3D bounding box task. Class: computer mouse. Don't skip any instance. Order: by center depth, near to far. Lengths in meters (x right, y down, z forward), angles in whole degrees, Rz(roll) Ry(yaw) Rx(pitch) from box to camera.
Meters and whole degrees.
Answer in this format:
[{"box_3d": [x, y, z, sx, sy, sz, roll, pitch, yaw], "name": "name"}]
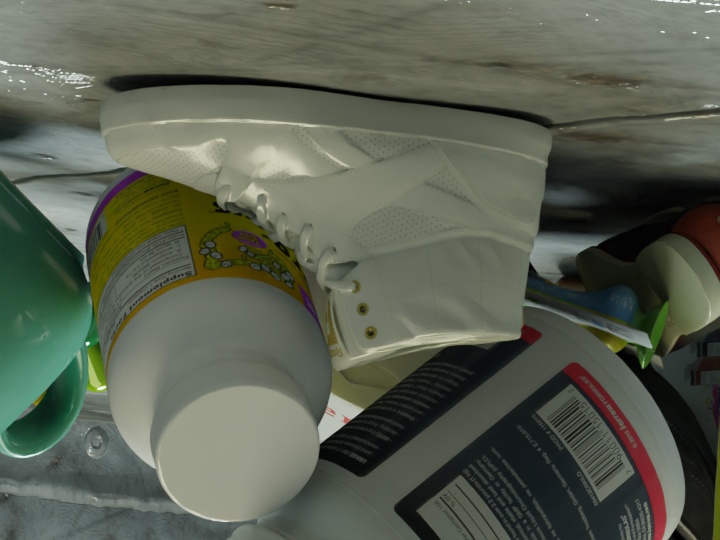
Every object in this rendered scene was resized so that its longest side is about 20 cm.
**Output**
[{"box_3d": [0.165, 0.101, 1.215, 0.200, 0.053, 0.138, 48, 177, -24], "name": "computer mouse"}]

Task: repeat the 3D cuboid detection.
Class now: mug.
[{"box_3d": [-0.206, 0.006, 1.144, 0.152, 0.114, 0.185, 44, 176, 13], "name": "mug"}]

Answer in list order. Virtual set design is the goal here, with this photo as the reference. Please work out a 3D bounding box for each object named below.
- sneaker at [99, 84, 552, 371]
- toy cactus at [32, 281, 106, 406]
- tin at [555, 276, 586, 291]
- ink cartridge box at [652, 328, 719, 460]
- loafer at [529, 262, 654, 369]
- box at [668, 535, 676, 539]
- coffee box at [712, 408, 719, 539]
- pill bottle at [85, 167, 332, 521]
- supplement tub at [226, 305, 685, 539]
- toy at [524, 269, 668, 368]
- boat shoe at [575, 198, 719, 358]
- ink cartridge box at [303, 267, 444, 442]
[{"box_3d": [-0.020, -0.016, 0.985, 0.199, 0.116, 0.074, 6, 174, 1], "name": "sneaker"}, {"box_3d": [-0.151, 0.007, 1.289, 0.165, 0.102, 0.200, -43, 167, 32], "name": "toy cactus"}, {"box_3d": [0.145, 0.067, 1.488, 0.042, 0.113, 0.200, 4, 172, 12], "name": "tin"}, {"box_3d": [0.266, 0.073, 1.332, 0.144, 0.146, 0.200, 12, 170, -34], "name": "ink cartridge box"}, {"box_3d": [0.106, 0.052, 1.269, 0.068, 0.071, 0.200, -32, 122, 27], "name": "loafer"}, {"box_3d": [0.145, 0.150, 1.281, 0.143, 0.036, 0.200, 48, 178, -13], "name": "box"}, {"box_3d": [0.285, 0.060, 1.018, 0.199, 0.201, 0.198, 0, 170, 29], "name": "coffee box"}, {"box_3d": [-0.071, 0.030, 1.062, 0.104, 0.105, 0.200, 7, -152, -16], "name": "pill bottle"}, {"box_3d": [0.042, 0.123, 1.064, 0.200, 0.141, 0.140, -36, -169, -25], "name": "supplement tub"}, {"box_3d": [0.064, -0.011, 1.140, 0.199, 0.047, 0.115, 25, 176, 15], "name": "toy"}, {"box_3d": [0.166, 0.000, 1.174, 0.062, 0.071, 0.200, -34, 179, -13], "name": "boat shoe"}, {"box_3d": [0.000, 0.079, 1.264, 0.146, 0.086, 0.200, 29, 153, 8], "name": "ink cartridge box"}]
